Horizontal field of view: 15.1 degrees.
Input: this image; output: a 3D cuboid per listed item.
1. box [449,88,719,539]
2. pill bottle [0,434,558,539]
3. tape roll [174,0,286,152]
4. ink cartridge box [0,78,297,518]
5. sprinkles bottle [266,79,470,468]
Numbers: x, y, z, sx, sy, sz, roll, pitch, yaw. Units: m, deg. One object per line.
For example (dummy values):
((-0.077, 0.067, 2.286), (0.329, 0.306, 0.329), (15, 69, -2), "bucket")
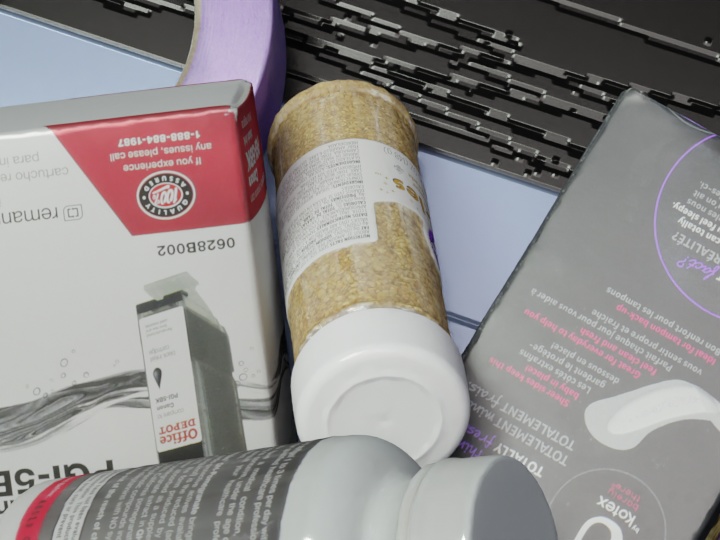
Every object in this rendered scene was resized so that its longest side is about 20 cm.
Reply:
((0.111, 0.049, 1.121), (0.122, 0.106, 0.201), (30, 80, 13), "box")
((-0.031, 0.120, 0.997), (0.199, 0.111, 0.112), (-10, 73, 27), "pill bottle")
((-0.134, -0.100, 1.202), (0.199, 0.066, 0.202), (-1, 74, 4), "tape roll")
((-0.105, 0.033, 1.112), (0.146, 0.083, 0.201), (-7, 101, 3), "ink cartridge box")
((0.000, 0.000, 1.107), (0.068, 0.069, 0.201), (-11, 36, 1), "sprinkles bottle")
